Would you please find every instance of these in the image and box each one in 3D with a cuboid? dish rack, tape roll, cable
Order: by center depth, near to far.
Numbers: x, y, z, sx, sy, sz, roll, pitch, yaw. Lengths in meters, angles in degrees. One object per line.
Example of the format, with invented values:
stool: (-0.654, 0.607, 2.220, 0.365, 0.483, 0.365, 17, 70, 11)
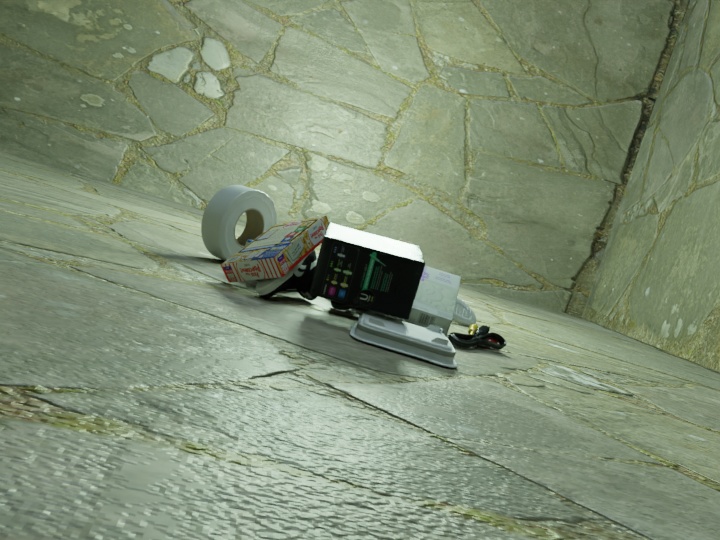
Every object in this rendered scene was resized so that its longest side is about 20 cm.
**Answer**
dish rack: (0.084, 0.119, 0.992, 0.200, 0.044, 0.172, 16, 6, 1)
cable: (0.266, 0.166, 1.209, 0.097, 0.050, 0.200, 38, 26, 24)
tape roll: (-0.307, -0.116, 1.359, 0.071, 0.203, 0.202, 19, 5, 31)

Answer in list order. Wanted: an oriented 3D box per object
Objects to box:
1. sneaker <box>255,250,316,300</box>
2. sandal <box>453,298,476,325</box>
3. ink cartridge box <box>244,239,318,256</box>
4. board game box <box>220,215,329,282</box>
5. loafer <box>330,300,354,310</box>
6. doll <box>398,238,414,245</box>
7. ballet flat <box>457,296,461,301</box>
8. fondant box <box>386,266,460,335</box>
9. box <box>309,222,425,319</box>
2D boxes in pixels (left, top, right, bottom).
sneaker: (-0.134, 0.029, 1.115, 0.073, 0.112, 0.200, -10, 24, 31)
sandal: (0.242, 0.110, 1.518, 0.202, 0.083, 0.050, 22, -40, -20)
ink cartridge box: (-0.182, -0.013, 1.305, 0.144, 0.084, 0.200, 19, 5, 17)
board game box: (-0.173, -0.048, 1.115, 0.151, 0.046, 0.200, -5, 26, 34)
loafer: (0.027, 0.034, 1.182, 0.200, 0.063, 0.072, -15, 26, -24)
doll: (0.081, 0.011, 1.396, 0.048, 0.200, 0.136, 32, 48, 12)
ballet flat: (0.261, 0.101, 1.650, 0.073, 0.073, 0.200, 16, 6, -11)
fondant box: (0.156, 0.064, 1.273, 0.144, 0.058, 0.200, 17, 31, 7)
box: (0.013, -0.003, 1.059, 0.200, 0.124, 0.149, 14, 15, -2)
